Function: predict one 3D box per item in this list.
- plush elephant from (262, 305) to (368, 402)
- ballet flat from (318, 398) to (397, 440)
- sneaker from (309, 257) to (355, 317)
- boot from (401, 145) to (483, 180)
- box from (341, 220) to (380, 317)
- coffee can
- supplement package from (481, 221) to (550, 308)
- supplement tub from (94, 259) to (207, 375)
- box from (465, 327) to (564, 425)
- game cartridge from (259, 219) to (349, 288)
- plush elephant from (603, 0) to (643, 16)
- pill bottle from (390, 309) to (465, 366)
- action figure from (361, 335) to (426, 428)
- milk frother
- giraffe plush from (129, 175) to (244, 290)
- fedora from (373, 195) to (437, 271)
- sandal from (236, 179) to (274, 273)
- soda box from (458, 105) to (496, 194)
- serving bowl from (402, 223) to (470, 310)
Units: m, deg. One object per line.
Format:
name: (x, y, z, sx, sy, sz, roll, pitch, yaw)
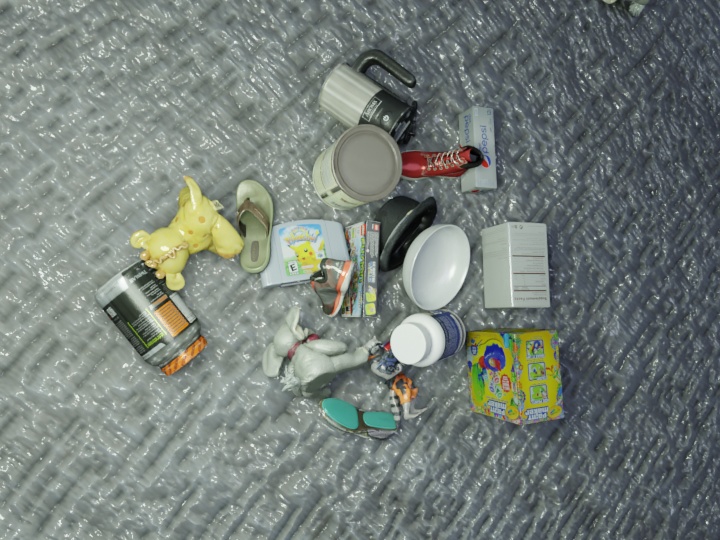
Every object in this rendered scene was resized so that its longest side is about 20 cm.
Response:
plush elephant: (-0.116, 0.169, 1.097, 0.199, 0.165, 0.156, 10, 39, -51)
ballet flat: (-0.013, 0.331, 1.154, 0.198, 0.072, 0.073, 20, 78, -25)
sneaker: (-0.066, 0.026, 1.103, 0.081, 0.201, 0.078, 20, 57, -2)
boot: (0.179, -0.257, 1.239, 0.197, 0.144, 0.074, -3, 88, -20)
box: (0.000, 0.000, 1.164, 0.034, 0.110, 0.204, 5, 83, -26)
coffee can: (-0.013, -0.209, 1.120, 0.144, 0.200, 0.149, -1, 92, -16)
supplement package: (0.380, -0.009, 1.311, 0.115, 0.117, 0.204, 0, 86, -21)
supplement tub: (-0.386, 0.089, 0.999, 0.122, 0.122, 0.201, -39, 100, -19)
box: (0.351, 0.235, 1.234, 0.120, 0.200, 0.196, -2, 85, -21)
game cartridge: (-0.123, -0.040, 1.142, 0.197, 0.041, 0.135, -9, 72, -17)
plush elephant: (0.773, -0.839, 1.515, 0.153, 0.200, 0.166, 30, 73, 8)
pill bottle: (0.146, 0.147, 1.160, 0.199, 0.110, 0.113, -2, 85, -59)
action figure: (0.062, 0.234, 1.153, 0.104, 0.199, 0.195, -37, 74, 19)
milk frother: (0.033, -0.365, 1.206, 0.187, 0.200, 0.181, 37, 80, 11)
giraffe plush: (-0.328, -0.056, 0.993, 0.173, 0.200, 0.162, 46, 74, -3)
fedora: (0.084, -0.098, 1.203, 0.091, 0.201, 0.201, 37, 70, 21)
sandal: (-0.218, -0.096, 1.089, 0.078, 0.057, 0.204, -10, 72, 5)
soda box: (0.290, -0.297, 1.326, 0.062, 0.068, 0.204, 0, 86, -22)
serving bowl: (0.165, -0.013, 1.232, 0.198, 0.065, 0.204, -17, 117, -36)
